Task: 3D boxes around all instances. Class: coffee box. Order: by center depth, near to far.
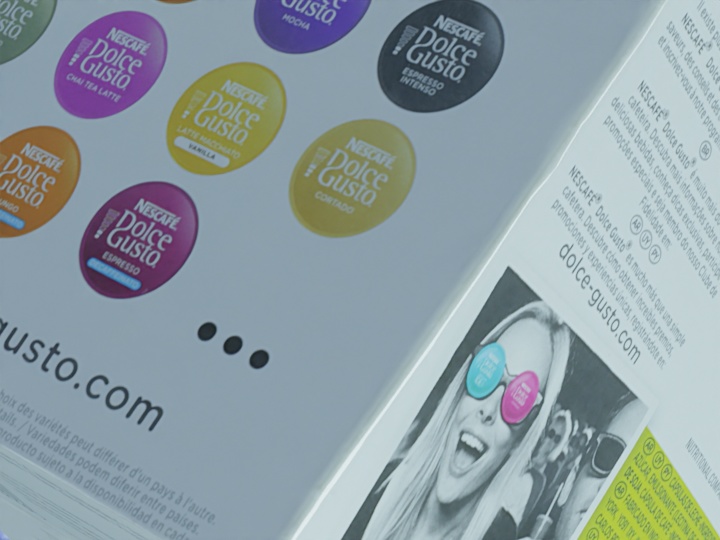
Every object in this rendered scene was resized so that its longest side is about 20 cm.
[{"bbox_3d":[0.000,0.000,0.755,0.198,0.199,0.200,-54,143,-12],"label":"coffee box"}]
